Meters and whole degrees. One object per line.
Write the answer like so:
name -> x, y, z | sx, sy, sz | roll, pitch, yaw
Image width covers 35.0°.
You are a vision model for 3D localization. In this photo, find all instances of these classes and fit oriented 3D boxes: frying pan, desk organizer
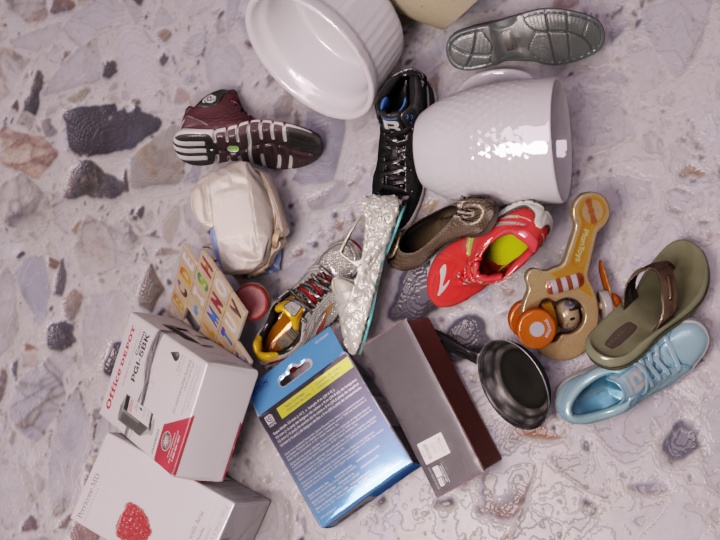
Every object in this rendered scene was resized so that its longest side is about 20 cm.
frying pan -> 0.162, 0.130, 1.382 | 0.189, 0.031, 0.117 | 8, 117, 53
desk organizer -> 0.088, 0.161, 1.379 | 0.071, 0.077, 0.202 | -32, 78, 23

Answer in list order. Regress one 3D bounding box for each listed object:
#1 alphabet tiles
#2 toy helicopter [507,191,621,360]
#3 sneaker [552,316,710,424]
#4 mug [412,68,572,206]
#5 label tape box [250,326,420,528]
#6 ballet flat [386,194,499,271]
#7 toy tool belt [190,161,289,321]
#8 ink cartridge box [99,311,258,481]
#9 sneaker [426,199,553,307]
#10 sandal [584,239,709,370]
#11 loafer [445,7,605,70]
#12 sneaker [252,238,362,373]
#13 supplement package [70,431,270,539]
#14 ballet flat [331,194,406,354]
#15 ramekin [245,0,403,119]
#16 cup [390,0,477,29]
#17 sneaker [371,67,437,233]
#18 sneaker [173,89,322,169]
alphabet tiles -> -0.188, 0.066, 1.443 | 0.007, 0.201, 0.168 | -25, 68, -30
toy helicopter -> 0.260, 0.008, 1.351 | 0.130, 0.079, 0.203 | 14, 96, -3
sneaker -> 0.315, 0.124, 1.304 | 0.198, 0.082, 0.074 | -33, 96, 9
mug -> 0.162, -0.171, 1.393 | 0.172, 0.149, 0.202 | -2, 51, 20
label tape box -> -0.034, 0.195, 1.422 | 0.142, 0.066, 0.201 | -36, 70, 9
ballet flat -> 0.089, -0.049, 1.382 | 0.199, 0.046, 0.068 | -22, 49, 52
toy tool belt -> -0.148, -0.036, 1.485 | 0.123, 0.123, 0.204 | -13, 88, 3
ink cartridge box -> -0.232, 0.154, 1.429 | 0.199, 0.082, 0.149 | 24, 97, 48
sneaker -> 0.141, -0.011, 1.357 | 0.077, 0.085, 0.200 | 43, 129, -8
sandal -> 0.331, 0.033, 1.300 | 0.079, 0.058, 0.201 | 25, 57, 38
loafer -> 0.207, -0.296, 1.433 | 0.196, 0.063, 0.073 | -3, 116, 14
sneaker -> -0.063, 0.047, 1.447 | 0.077, 0.082, 0.201 | 36, 91, 20
supplement package -> -0.238, 0.301, 1.438 | 0.198, 0.120, 0.123 | 24, 89, 20
ballet flat -> 0.000, 0.000, 1.413 | 0.071, 0.072, 0.203 | 16, 88, 19
ramekin -> -0.040, -0.298, 1.440 | 0.199, 0.201, 0.098 | 30, 65, 20
cup -> 0.096, -0.391, 1.431 | 0.200, 0.200, 0.144 | -42, 97, 7
sneaker -> 0.041, -0.155, 1.433 | 0.072, 0.112, 0.204 | 8, 83, 19
sneaker -> -0.148, -0.200, 1.525 | 0.196, 0.076, 0.117 | 3, 48, -3
